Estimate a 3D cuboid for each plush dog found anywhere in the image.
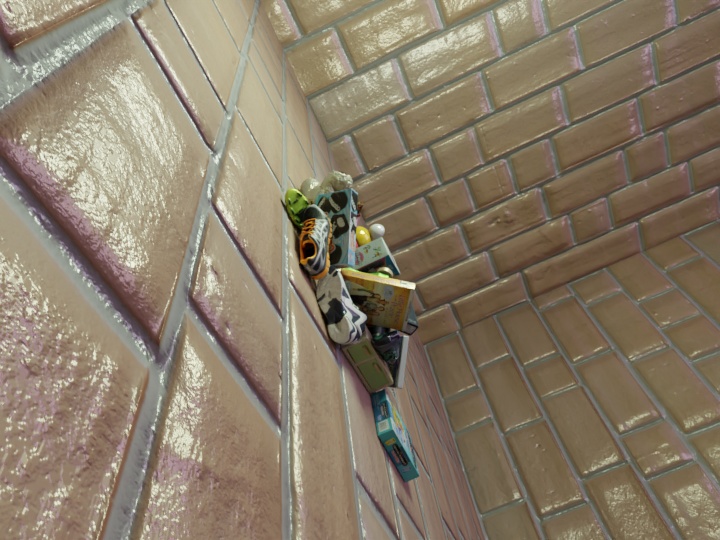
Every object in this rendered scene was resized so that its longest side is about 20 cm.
[{"bbox_3d":[-0.091,-0.191,1.788,0.171,0.198,0.163,40,55,-37],"label":"plush dog"}]

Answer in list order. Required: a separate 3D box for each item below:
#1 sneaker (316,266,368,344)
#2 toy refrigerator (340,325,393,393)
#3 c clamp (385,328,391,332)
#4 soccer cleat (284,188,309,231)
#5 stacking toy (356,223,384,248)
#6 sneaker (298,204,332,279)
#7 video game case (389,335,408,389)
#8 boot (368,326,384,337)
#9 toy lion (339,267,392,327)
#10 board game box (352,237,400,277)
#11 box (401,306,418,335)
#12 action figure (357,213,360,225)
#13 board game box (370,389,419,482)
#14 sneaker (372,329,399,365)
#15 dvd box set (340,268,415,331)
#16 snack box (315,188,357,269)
[{"bbox_3d":[-0.041,0.096,1.462,0.129,0.079,0.202,37,28,-60],"label":"sneaker"},{"bbox_3d":[0.017,0.237,1.549,0.070,0.075,0.201,-104,170,-52],"label":"toy refrigerator"},{"bbox_3d":[0.090,0.237,1.892,0.200,0.027,0.174,-114,-155,-85],"label":"c clamp"},{"bbox_3d":[-0.156,-0.140,1.567,0.083,0.065,0.201,29,-21,48],"label":"soccer cleat"},{"bbox_3d":[-0.013,-0.091,1.851,0.146,0.197,0.148,-23,90,-83],"label":"stacking toy"},{"bbox_3d":[-0.119,-0.082,1.456,0.077,0.077,0.203,36,41,-53],"label":"sneaker"},{"bbox_3d":[0.092,0.265,1.689,0.200,0.018,0.146,152,-52,-73],"label":"video game case"},{"bbox_3d":[0.035,0.233,1.731,0.201,0.075,0.171,105,-12,-62],"label":"boot"},{"bbox_3d":[0.000,0.071,1.586,0.069,0.197,0.194,-75,-179,-50],"label":"toy lion"},{"bbox_3d":[0.000,0.000,1.660,0.065,0.197,0.148,68,7,27],"label":"board game box"},{"bbox_3d":[0.082,0.105,1.839,0.198,0.051,0.159,26,30,-27],"label":"box"},{"bbox_3d":[-0.069,-0.111,1.643,0.132,0.199,0.152,0,78,-36],"label":"action figure"},{"bbox_3d":[0.095,0.449,1.584,0.152,0.046,0.202,-101,166,-59],"label":"board game box"},{"bbox_3d":[0.080,0.208,1.536,0.200,0.073,0.089,26,46,-81],"label":"sneaker"},{"bbox_3d":[0.035,0.079,1.516,0.030,0.196,0.148,-74,175,-53],"label":"dvd box set"},{"bbox_3d":[-0.067,-0.104,1.505,0.037,0.114,0.204,26,62,-56],"label":"snack box"}]
